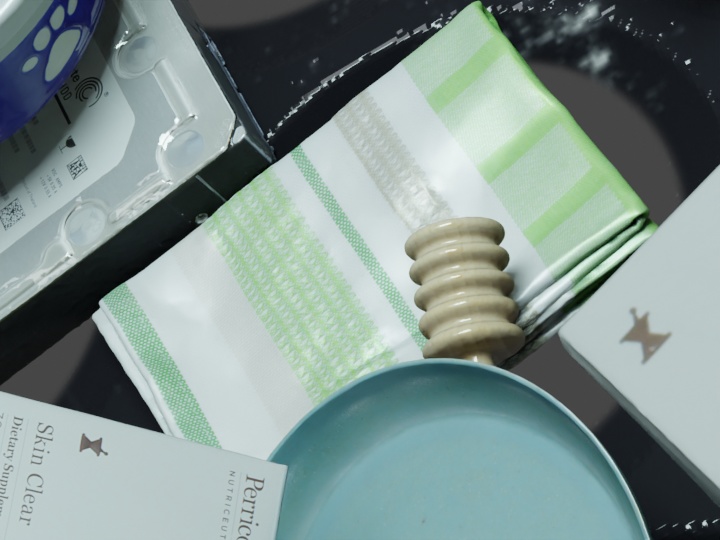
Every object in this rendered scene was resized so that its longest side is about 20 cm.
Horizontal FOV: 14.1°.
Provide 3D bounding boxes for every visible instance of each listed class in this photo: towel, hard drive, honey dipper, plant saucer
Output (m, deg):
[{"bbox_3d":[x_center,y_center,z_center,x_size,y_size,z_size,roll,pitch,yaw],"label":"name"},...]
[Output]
[{"bbox_3d":[0.000,0.000,1.107,0.200,0.031,0.149,-40,52,6],"label":"towel"},{"bbox_3d":[-0.143,-0.035,1.208,0.200,0.038,0.140,-36,52,8],"label":"hard drive"},{"bbox_3d":[0.048,0.080,1.018,0.038,0.038,0.200,-17,70,22],"label":"honey dipper"},{"bbox_3d":[0.028,0.131,0.986,0.200,0.027,0.200,-9,77,40],"label":"plant saucer"}]

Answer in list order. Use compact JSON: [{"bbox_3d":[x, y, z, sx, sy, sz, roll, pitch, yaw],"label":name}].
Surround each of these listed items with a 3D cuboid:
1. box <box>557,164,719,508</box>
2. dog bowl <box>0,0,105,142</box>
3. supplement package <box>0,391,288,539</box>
[{"bbox_3d":[0.212,0.035,0.869,0.199,0.171,0.200,-45,51,2],"label":"box"},{"bbox_3d":[-0.201,-0.135,1.150,0.200,0.079,0.200,-3,67,7],"label":"dog bowl"},{"bbox_3d":[-0.110,0.167,0.980,0.156,0.111,0.200,130,152,-60],"label":"supplement package"}]
